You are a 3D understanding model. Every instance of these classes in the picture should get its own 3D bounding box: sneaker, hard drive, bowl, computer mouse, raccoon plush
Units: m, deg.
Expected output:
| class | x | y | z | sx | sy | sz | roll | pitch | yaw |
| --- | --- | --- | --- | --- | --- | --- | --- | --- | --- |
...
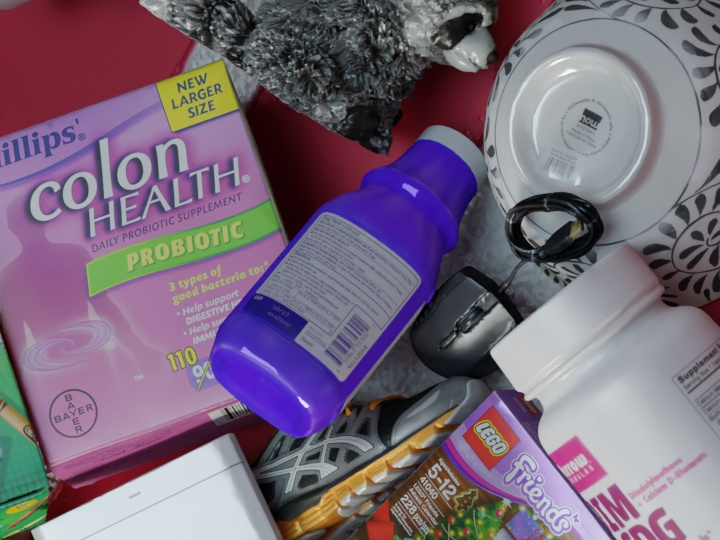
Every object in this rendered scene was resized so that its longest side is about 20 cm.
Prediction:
| class | x | y | z | sx | sy | sz | roll | pitch | yaw |
| --- | --- | --- | --- | --- | --- | --- | --- | --- | --- |
| sneaker | -0.009 | 0.108 | 1.472 | 0.200 | 0.078 | 0.077 | -33 | 68 | 27 |
| hard drive | -0.091 | 0.213 | 1.452 | 0.132 | 0.027 | 0.200 | -26 | 84 | 5 |
| bowl | 0.139 | -0.076 | 1.375 | 0.200 | 0.094 | 0.201 | -1 | 87 | 32 |
| computer mouse | 0.077 | 0.013 | 1.390 | 0.059 | 0.034 | 0.200 | 46 | 146 | 6 |
| raccoon plush | -0.015 | -0.160 | 1.437 | 0.200 | 0.097 | 0.134 | 30 | 98 | -5 |

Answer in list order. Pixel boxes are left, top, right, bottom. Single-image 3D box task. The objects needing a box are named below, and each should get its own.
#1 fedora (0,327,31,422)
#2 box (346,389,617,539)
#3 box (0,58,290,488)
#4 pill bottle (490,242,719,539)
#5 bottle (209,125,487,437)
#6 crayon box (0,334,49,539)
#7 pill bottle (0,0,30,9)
| class | x | y | z | sx | sy | sz | roll | pitch | yaw |
| --- | --- | --- | --- | --- | --- | --- | --- | --- | --- |
| fedora | -0.255 | 0.059 | 1.618 | 0.200 | 0.082 | 0.201 | 4 | 96 | 34 |
| box | 0.096 | 0.185 | 1.386 | 0.137 | 0.039 | 0.200 | -47 | 67 | 21 |
| box | -0.127 | 0.003 | 1.491 | 0.175 | 0.097 | 0.201 | -19 | 77 | -1 |
| pill bottle | 0.166 | 0.091 | 1.316 | 0.113 | 0.113 | 0.200 | -41 | 84 | 24 |
| bottle | 0.000 | 0.000 | 1.414 | 0.083 | 0.200 | 0.065 | 35 | 152 | 6 |
| crayon box | -0.241 | 0.056 | 1.481 | 0.058 | 0.119 | 0.201 | -17 | 78 | -12 |
| pill bottle | -0.163 | -0.242 | 1.551 | 0.200 | 0.114 | 0.115 | -21 | 78 | 29 |
